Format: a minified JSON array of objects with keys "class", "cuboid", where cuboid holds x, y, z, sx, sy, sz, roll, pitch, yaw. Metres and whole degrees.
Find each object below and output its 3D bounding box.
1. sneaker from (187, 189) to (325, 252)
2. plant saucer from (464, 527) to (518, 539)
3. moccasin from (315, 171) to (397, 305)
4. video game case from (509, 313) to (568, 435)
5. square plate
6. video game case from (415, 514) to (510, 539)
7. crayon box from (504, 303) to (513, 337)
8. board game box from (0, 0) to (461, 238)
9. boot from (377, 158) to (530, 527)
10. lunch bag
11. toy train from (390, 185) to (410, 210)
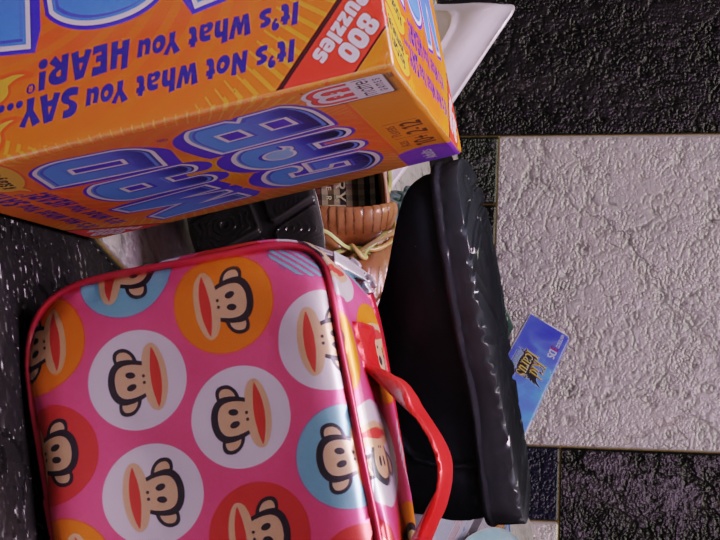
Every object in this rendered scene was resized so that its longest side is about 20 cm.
[{"class":"sneaker","cuboid":[-0.061,-0.023,0.842,0.201,0.075,0.116,57,-7,41]},{"class":"plant saucer","cuboid":[0.078,0.261,0.875,0.200,0.038,0.204,-20,114,-54]},{"class":"moccasin","cuboid":[-0.006,-0.025,0.861,0.078,0.073,0.204,110,-17,-68]},{"class":"video game case","cuboid":[0.095,0.151,1.144,0.182,0.045,0.200,-64,172,25]},{"class":"square plate","cuboid":[0.012,-0.129,1.088,0.028,0.201,0.198,37,-4,-24]},{"class":"video game case","cuboid":[0.068,0.190,0.917,0.143,0.018,0.202,-51,138,-55]},{"class":"crayon box","cuboid":[0.000,0.000,0.964,0.051,0.198,0.127,-63,161,-11]},{"class":"board game box","cuboid":[-0.080,-0.142,0.631,0.200,0.198,0.202,21,57,-78]},{"class":"boot","cuboid":[-0.010,0.049,0.701,0.077,0.166,0.202,-75,156,-58]},{"class":"lunch bag","cuboid":[-0.047,0.089,0.614,0.082,0.174,0.202,30,50,-72]},{"class":"toy train","cuboid":[-0.001,-0.033,1.211,0.200,0.113,0.086,-68,172,-78]}]
